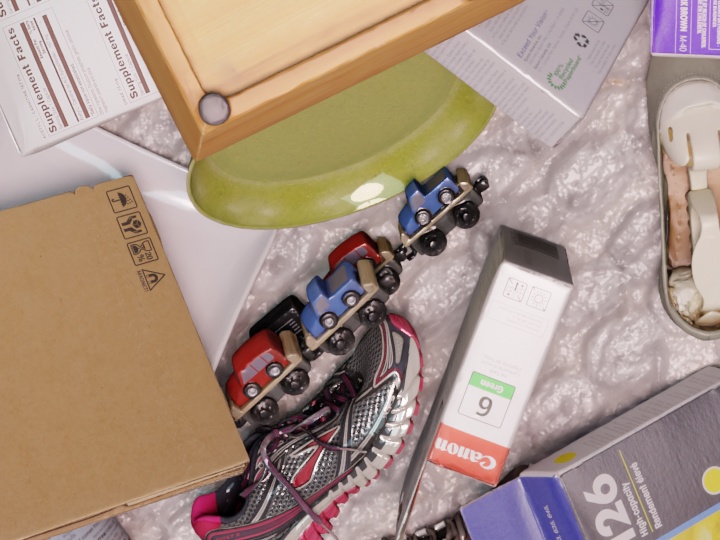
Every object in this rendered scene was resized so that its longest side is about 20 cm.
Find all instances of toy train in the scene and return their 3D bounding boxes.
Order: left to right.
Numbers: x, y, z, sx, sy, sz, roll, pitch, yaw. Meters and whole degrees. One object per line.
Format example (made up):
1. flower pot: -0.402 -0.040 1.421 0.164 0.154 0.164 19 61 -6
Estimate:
1. toy train: -0.059 0.062 1.199 0.200 0.034 0.046 -42 116 14
2. toy train: 0.000 0.000 1.226 0.200 0.034 0.046 -40 106 11

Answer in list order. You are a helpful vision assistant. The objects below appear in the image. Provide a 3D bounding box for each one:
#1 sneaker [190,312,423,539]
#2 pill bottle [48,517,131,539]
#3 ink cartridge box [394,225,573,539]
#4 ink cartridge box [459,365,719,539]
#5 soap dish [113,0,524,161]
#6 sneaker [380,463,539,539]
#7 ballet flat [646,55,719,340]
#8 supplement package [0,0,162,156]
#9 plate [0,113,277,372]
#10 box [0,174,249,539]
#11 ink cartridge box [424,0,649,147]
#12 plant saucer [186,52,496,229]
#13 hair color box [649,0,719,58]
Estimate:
1. sneaker: -0.030 0.111 1.222 0.074 0.081 0.201 30 103 -23
2. pill bottle: -0.240 0.139 1.235 0.108 0.109 0.201 -33 98 10
3. ink cartridge box: 0.075 0.081 1.202 0.050 0.109 0.202 19 103 -1
4. ink cartridge box: 0.187 0.193 1.215 0.199 0.047 0.199 -27 102 -20
5. soap dish: -0.033 -0.166 0.976 0.199 0.081 0.158 -25 100 5
6. sneaker: 0.045 0.197 1.250 0.082 0.077 0.201 37 101 3
7. ballet flat: 0.214 -0.055 1.188 0.067 0.064 0.202 -3 102 4
8. supplement package: -0.118 -0.180 1.115 0.198 0.191 0.148 -21 100 7
9. plate: -0.173 0.008 1.194 0.198 0.032 0.201 24 61 -3
10. box: -0.175 0.051 1.142 0.162 0.021 0.201 -17 71 -22
11. ink cartridge box: 0.076 -0.196 1.109 0.199 0.200 0.041 39 140 -6
12. plant saucer: -0.013 -0.089 1.147 0.198 0.200 0.031 -24 67 8
13. hair color box: 0.269 -0.157 1.079 0.198 0.109 0.066 6 110 17
